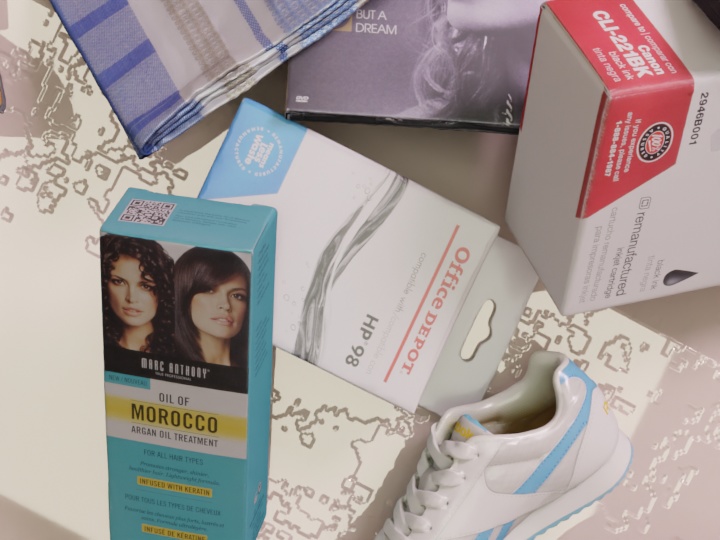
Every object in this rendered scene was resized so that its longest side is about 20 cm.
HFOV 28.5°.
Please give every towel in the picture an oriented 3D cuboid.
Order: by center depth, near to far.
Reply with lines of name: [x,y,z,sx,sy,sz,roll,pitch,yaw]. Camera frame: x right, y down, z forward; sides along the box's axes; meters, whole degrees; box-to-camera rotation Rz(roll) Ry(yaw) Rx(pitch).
towel: [-0.072,-0.169,0.773,0.199,0.024,0.148,-35,65,5]

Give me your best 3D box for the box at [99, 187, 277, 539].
box: [-0.091,0.061,0.753,0.081,0.049,0.202,8,120,8]

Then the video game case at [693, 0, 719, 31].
video game case: [0.224,-0.162,0.723,0.141,0.201,0.019,-3,120,-5]

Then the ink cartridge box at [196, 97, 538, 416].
ink cartridge box: [0.000,0.000,0.795,0.198,0.067,0.117,26,90,-3]

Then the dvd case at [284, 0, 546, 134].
dvd case: [0.036,-0.175,0.785,0.146,0.016,0.203,3,73,-3]

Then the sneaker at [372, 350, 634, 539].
sneaker: [0.055,0.126,0.790,0.199,0.076,0.081,-38,115,-10]

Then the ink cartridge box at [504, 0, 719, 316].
ink cartridge box: [0.188,-0.070,0.739,0.197,0.084,0.146,-11,135,-16]

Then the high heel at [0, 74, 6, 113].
high heel: [-0.278,-0.065,0.704,0.142,0.071,0.201,38,97,-7]
